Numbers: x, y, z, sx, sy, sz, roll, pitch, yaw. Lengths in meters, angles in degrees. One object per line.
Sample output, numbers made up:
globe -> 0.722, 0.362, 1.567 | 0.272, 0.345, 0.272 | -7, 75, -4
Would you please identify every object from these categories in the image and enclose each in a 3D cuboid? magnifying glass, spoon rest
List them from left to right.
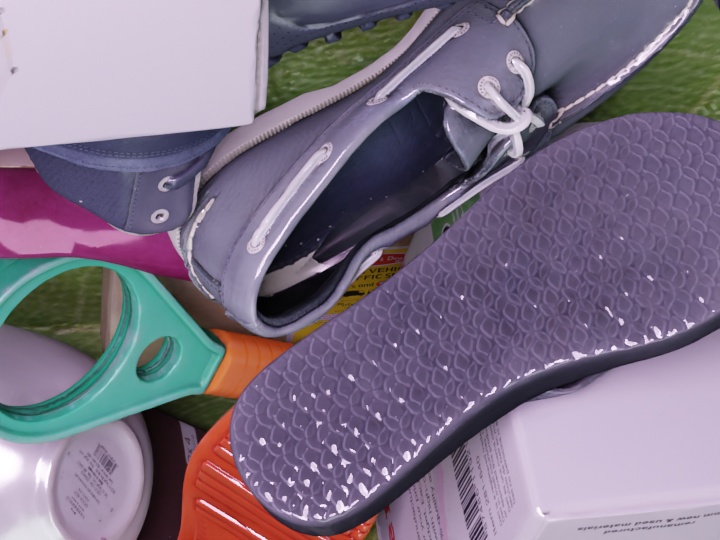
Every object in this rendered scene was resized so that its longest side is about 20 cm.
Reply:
spoon rest -> -0.139, 0.045, 0.943 | 0.060, 0.100, 0.200 | 7, 141, 38
magnifying glass -> -0.071, 0.032, 0.936 | 0.199, 0.022, 0.080 | 11, 111, -51

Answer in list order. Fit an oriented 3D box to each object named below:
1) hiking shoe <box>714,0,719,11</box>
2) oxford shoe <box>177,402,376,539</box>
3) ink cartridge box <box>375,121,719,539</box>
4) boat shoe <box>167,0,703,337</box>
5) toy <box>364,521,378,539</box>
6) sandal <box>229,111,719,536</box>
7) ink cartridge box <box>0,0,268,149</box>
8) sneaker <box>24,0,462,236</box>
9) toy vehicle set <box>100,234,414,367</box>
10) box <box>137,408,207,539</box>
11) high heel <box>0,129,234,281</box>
hiking shoe -> 0.187, -0.105, 0.772 | 0.074, 0.087, 0.200 | 5, 150, -28
oxford shoe -> -0.029, 0.084, 0.988 | 0.071, 0.073, 0.200 | 36, 132, 2
ink cartridge box -> 0.064, 0.059, 0.925 | 0.083, 0.146, 0.200 | -4, 153, -14
boat shoe -> 0.033, -0.045, 0.804 | 0.199, 0.062, 0.073 | -32, 128, -1
toy -> 0.035, 0.136, 1.087 | 0.115, 0.201, 0.047 | 10, 132, -34
sandal -> 0.049, 0.014, 0.809 | 0.199, 0.076, 0.043 | -28, 161, 0
ink cartridge box -> -0.125, -0.105, 0.601 | 0.199, 0.145, 0.085 | -5, 152, -9
sneaker -> -0.020, -0.078, 0.750 | 0.201, 0.077, 0.147 | 2, 141, -2
toy vehicle set -> 0.000, 0.000, 0.982 | 0.199, 0.027, 0.124 | -4, 153, -11
box -> -0.104, 0.115, 1.094 | 0.075, 0.101, 0.200 | -24, 151, 26
high heel -> -0.108, -0.021, 0.857 | 0.199, 0.068, 0.096 | 26, 129, -28
